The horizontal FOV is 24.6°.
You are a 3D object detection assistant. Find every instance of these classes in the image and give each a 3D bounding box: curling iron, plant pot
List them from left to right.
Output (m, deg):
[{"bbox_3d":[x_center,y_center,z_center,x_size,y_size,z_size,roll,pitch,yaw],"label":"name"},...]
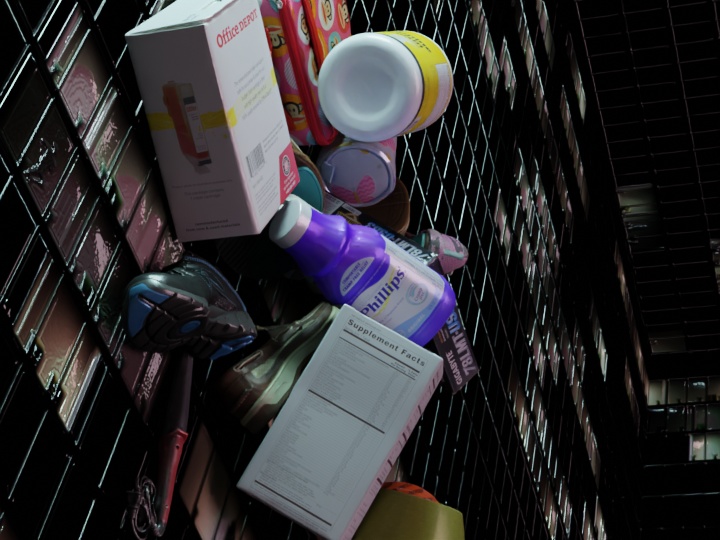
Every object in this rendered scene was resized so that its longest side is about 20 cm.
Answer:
[{"bbox_3d":[-0.164,0.144,1.418,0.200,0.026,0.050,-78,158,-44],"label":"curling iron"},{"bbox_3d":[0.029,0.324,1.630,0.187,0.187,0.200,44,59,-64],"label":"plant pot"}]

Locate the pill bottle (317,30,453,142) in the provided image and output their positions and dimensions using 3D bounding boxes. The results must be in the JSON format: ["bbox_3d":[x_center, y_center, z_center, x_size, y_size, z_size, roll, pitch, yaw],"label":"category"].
[{"bbox_3d":[0.035,-0.199,1.759,0.200,0.112,0.112,-28,112,-71],"label":"pill bottle"}]

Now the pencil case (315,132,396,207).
[{"bbox_3d":[-0.003,-0.156,1.867,0.083,0.091,0.200,-55,-160,31],"label":"pencil case"}]

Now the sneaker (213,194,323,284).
[{"bbox_3d":[-0.088,-0.041,1.658,0.200,0.074,0.089,17,32,-52],"label":"sneaker"}]

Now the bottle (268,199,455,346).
[{"bbox_3d":[0.000,0.000,1.609,0.200,0.084,0.065,35,11,-30],"label":"bottle"}]

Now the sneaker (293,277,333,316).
[{"bbox_3d":[-0.044,0.055,1.768,0.199,0.114,0.076,52,25,-8],"label":"sneaker"}]

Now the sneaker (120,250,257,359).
[{"bbox_3d":[-0.160,0.025,1.431,0.082,0.073,0.200,67,11,17],"label":"sneaker"}]

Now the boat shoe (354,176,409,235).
[{"bbox_3d":[0.012,-0.076,1.888,0.200,0.074,0.066,-111,-167,-54],"label":"boat shoe"}]

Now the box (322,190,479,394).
[{"bbox_3d":[0.027,0.020,1.806,0.050,0.198,0.200,-42,139,-17],"label":"box"}]

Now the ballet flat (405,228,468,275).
[{"bbox_3d":[0.065,-0.010,1.860,0.200,0.071,0.069,170,-63,-70],"label":"ballet flat"}]

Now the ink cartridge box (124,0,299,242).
[{"bbox_3d":[-0.132,-0.146,1.514,0.145,0.083,0.200,-57,138,-63],"label":"ink cartridge box"}]

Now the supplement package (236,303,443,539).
[{"bbox_3d":[-0.015,0.151,1.572,0.200,0.114,0.110,-59,172,-9],"label":"supplement package"}]

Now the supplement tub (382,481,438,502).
[{"bbox_3d":[0.030,0.337,1.814,0.200,0.122,0.123,-75,153,-48],"label":"supplement tub"}]

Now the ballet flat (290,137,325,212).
[{"bbox_3d":[-0.091,-0.119,1.694,0.200,0.068,0.072,47,22,-57],"label":"ballet flat"}]

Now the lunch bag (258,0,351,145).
[{"bbox_3d":[-0.071,-0.235,1.753,0.176,0.082,0.200,-63,145,-52],"label":"lunch bag"}]

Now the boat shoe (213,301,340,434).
[{"bbox_3d":[-0.080,0.075,1.616,0.075,0.075,0.202,39,32,-1],"label":"boat shoe"}]
